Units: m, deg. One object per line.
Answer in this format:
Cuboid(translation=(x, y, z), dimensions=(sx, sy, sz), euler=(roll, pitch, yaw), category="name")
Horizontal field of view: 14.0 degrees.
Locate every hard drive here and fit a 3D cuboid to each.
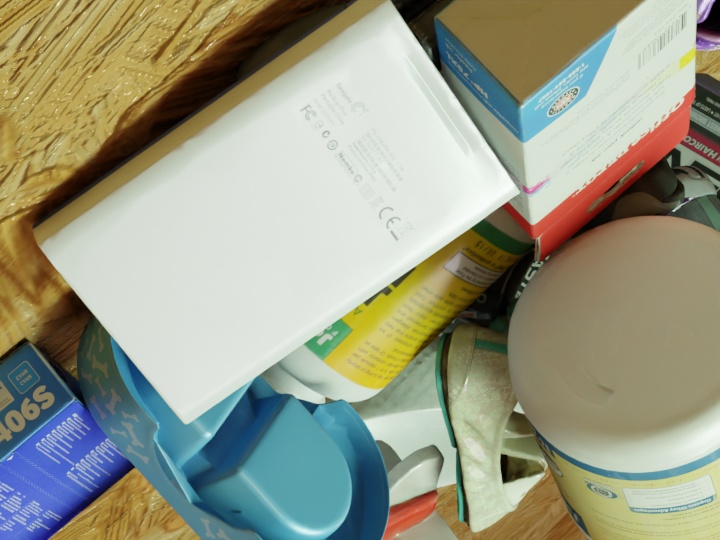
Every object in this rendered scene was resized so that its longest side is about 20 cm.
Cuboid(translation=(-0.039, -0.029, 1.405), dimensions=(0.199, 0.025, 0.132), euler=(-35, 124, 4), category="hard drive")

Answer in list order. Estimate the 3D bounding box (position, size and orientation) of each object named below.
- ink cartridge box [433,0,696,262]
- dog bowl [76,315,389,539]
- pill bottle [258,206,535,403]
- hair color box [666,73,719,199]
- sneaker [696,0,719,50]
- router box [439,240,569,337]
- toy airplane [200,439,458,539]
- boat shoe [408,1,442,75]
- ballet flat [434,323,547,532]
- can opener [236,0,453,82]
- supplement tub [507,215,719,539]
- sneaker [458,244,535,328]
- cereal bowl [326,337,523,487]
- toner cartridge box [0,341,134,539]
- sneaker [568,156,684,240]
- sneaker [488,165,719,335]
Cuboid(translation=(0.105, -0.095, 1.463), dimensions=(0.116, 0.067, 0.200), euler=(-40, 160, -11), category="ink cartridge box")
Cuboid(translation=(-0.071, 0.083, 1.552), dimensions=(0.049, 0.200, 0.112), euler=(-29, -162, 43), category="dog bowl")
Cuboid(translation=(0.000, 0.000, 1.621), dimensions=(0.200, 0.113, 0.113), euler=(-44, 166, 17), category="pill bottle")
Cuboid(translation=(0.196, -0.009, 1.787), dimensions=(0.201, 0.099, 0.061), euler=(-64, 160, 14), category="hair color box")
Cuboid(translation=(0.187, -0.159, 1.669), dimensions=(0.080, 0.089, 0.200), euler=(-42, 167, 4), category="sneaker")
Cuboid(translation=(0.133, -0.037, 1.836), dimensions=(0.201, 0.062, 0.150), euler=(-62, 161, 11), category="router box")
Cuboid(translation=(-0.036, 0.152, 1.664), dimensions=(0.141, 0.199, 0.200), euler=(75, 27, -57), category="toy airplane")
Cuboid(translation=(0.029, -0.090, 1.518), dimensions=(0.200, 0.064, 0.071), euler=(-39, 166, -2), category="boat shoe")
Cuboid(translation=(0.081, 0.096, 1.668), dimensions=(0.062, 0.068, 0.200), euler=(3, 152, 9), category="ballet flat")
Cuboid(translation=(0.031, -0.128, 1.425), dimensions=(0.200, 0.053, 0.067), euler=(-38, 165, -11), category="can opener")
Cuboid(translation=(0.166, 0.077, 1.582), dimensions=(0.144, 0.145, 0.200), euler=(-38, 147, -7), category="supplement tub")
Cuboid(translation=(0.016, 0.016, 1.716), dimensions=(0.200, 0.109, 0.070), euler=(-41, 167, -2), category="sneaker")
Cuboid(translation=(0.021, 0.084, 1.931), dimensions=(0.199, 0.084, 0.200), euler=(-9, 160, -3), category="cereal bowl")
Cuboid(translation=(-0.182, 0.101, 1.603), dimensions=(0.095, 0.043, 0.200), euler=(-41, 166, -3), category="toner cartridge box")
Cuboid(translation=(0.125, -0.075, 1.638), dimensions=(0.075, 0.080, 0.200), euler=(-20, -160, -1), category="sneaker")
Cuboid(translation=(0.141, 0.033, 1.687), dimensions=(0.200, 0.088, 0.074), euler=(-45, 164, 21), category="sneaker")
